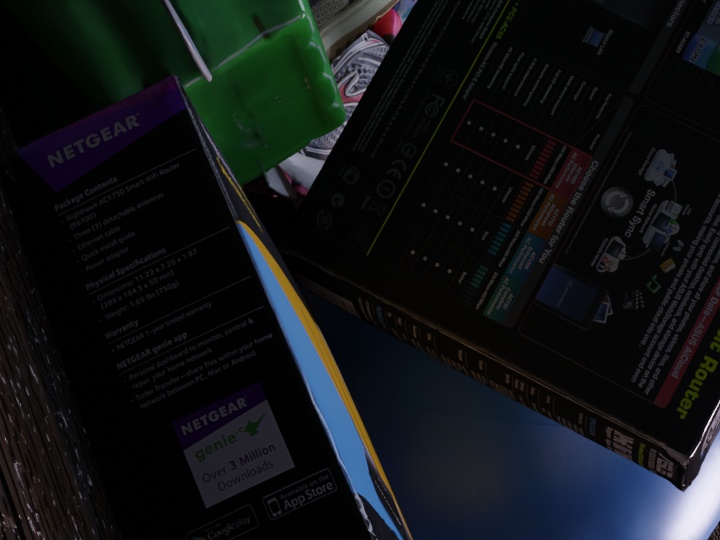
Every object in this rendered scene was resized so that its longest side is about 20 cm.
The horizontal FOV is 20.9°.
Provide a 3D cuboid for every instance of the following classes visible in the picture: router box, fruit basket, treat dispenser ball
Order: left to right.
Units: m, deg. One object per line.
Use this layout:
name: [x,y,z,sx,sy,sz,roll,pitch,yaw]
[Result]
fruit basket: [-0.088,-0.117,0.576,0.200,0.093,0.185,52,-3,12]
router box: [-0.023,0.054,0.535,0.200,0.051,0.150,66,-1,-72]
treat dispenser ball: [0.055,0.043,0.764,0.201,0.199,0.202,-22,90,-89]
router box: [0.087,-0.051,0.647,0.149,0.201,0.062,27,-10,15]

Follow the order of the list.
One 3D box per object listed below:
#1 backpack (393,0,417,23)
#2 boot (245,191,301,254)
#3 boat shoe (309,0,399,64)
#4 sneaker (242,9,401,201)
backpack: [0.029,-0.128,1.127,0.146,0.183,0.201,23,35,-19]
boot: [0.000,0.000,0.945,0.173,0.070,0.200,27,-7,-20]
boat shoe: [-0.030,-0.116,0.734,0.071,0.201,0.066,8,-39,42]
sneaker: [-0.032,-0.078,0.864,0.200,0.080,0.075,-39,142,-71]
